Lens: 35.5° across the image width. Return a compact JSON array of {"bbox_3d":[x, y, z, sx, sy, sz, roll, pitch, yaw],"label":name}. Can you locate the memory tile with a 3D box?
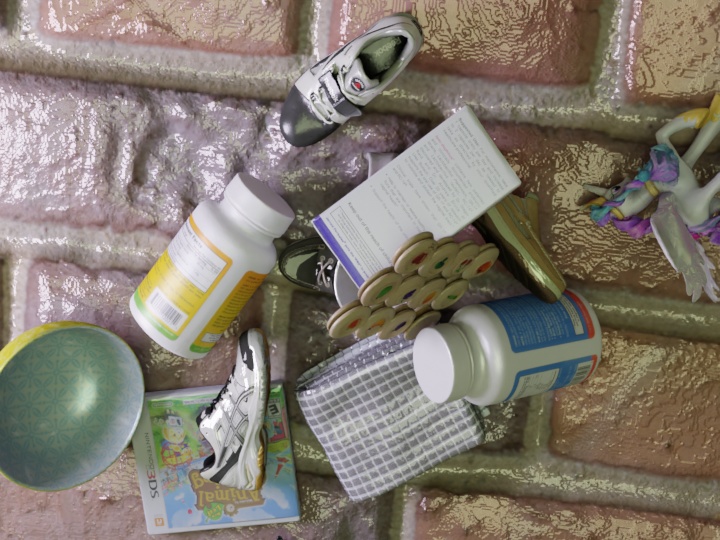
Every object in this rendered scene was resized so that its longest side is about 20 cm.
[{"bbox_3d":[0.059,0.022,1.174,0.153,0.199,0.017,-45,67,22],"label":"memory tile"}]

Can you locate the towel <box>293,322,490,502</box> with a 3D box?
[{"bbox_3d":[0.039,0.163,1.334,0.198,0.086,0.167,-27,103,8],"label":"towel"}]

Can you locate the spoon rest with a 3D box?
[{"bbox_3d":[0.020,-0.037,1.259,0.097,0.061,0.204,1,82,4],"label":"spoon rest"}]

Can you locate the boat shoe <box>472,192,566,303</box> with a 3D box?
[{"bbox_3d":[0.172,-0.057,1.252,0.076,0.072,0.201,-36,75,-9],"label":"boat shoe"}]

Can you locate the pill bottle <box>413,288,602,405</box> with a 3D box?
[{"bbox_3d":[0.162,0.087,1.255,0.197,0.112,0.114,-8,107,-29],"label":"pill bottle"}]

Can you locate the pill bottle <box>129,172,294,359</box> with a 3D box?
[{"bbox_3d":[-0.165,-0.008,1.283,0.111,0.111,0.201,37,103,-8],"label":"pill bottle"}]

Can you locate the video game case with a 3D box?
[{"bbox_3d":[-0.181,0.233,1.392,0.196,0.022,0.185,-6,105,3],"label":"video game case"}]

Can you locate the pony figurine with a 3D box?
[{"bbox_3d":[0.364,-0.072,1.244,0.199,0.166,0.194,-39,68,14],"label":"pony figurine"}]

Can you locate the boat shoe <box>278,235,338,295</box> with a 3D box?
[{"bbox_3d":[0.000,0.000,1.307,0.196,0.057,0.068,6,105,0],"label":"boat shoe"}]

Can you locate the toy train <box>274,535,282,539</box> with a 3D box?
[{"bbox_3d":[-0.073,0.428,1.436,0.045,0.034,0.203,-18,105,19],"label":"toy train"}]

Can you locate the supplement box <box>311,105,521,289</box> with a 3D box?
[{"bbox_3d":[0.059,-0.070,1.182,0.199,0.101,0.104,-38,88,3],"label":"supplement box"}]

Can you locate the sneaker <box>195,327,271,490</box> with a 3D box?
[{"bbox_3d":[-0.151,0.165,1.323,0.086,0.076,0.204,6,104,1],"label":"sneaker"}]

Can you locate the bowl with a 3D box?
[{"bbox_3d":[-0.365,0.144,1.319,0.198,0.107,0.204,-15,114,-36],"label":"bowl"}]

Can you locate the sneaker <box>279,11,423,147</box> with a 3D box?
[{"bbox_3d":[-0.016,-0.209,1.239,0.199,0.089,0.074,-41,101,13],"label":"sneaker"}]
